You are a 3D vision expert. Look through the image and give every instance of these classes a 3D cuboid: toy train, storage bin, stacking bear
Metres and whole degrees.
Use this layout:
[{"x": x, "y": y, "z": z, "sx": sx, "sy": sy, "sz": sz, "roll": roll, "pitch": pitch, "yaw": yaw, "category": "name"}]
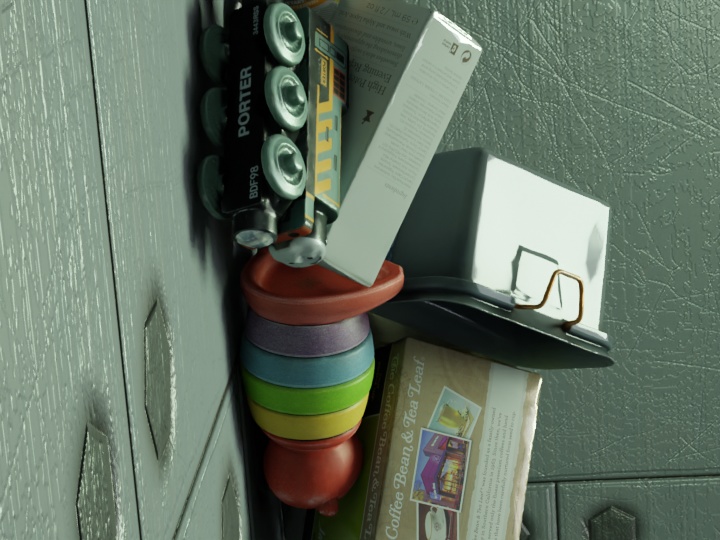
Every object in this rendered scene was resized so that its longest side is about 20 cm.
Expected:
[{"x": -0.056, "y": -0.101, "z": 1.505, "sx": 0.114, "sy": 0.085, "sz": 0.202, "roll": 31, "pitch": 51, "yaw": -49, "category": "toy train"}, {"x": 0.120, "y": -0.011, "z": 1.699, "sx": 0.145, "sy": 0.199, "sz": 0.136, "roll": -6, "pitch": -110, "yaw": 51, "category": "storage bin"}, {"x": -0.038, "y": 0.092, "z": 1.652, "sx": 0.113, "sy": 0.121, "sz": 0.202, "roll": -24, "pitch": 123, "yaw": -41, "category": "stacking bear"}]

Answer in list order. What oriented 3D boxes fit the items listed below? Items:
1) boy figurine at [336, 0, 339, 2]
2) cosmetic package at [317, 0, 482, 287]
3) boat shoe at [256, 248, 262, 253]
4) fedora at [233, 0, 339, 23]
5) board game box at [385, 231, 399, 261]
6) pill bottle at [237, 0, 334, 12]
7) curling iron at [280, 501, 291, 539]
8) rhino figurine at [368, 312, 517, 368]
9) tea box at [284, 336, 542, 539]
[{"x": -0.029, "y": -0.254, "z": 1.853, "sx": 0.065, "sy": 0.123, "sz": 0.201, "roll": 70, "pitch": -4, "yaw": -68, "category": "boy figurine"}, {"x": -0.001, "y": -0.101, "z": 1.586, "sx": 0.074, "sy": 0.101, "sz": 0.201, "roll": 29, "pitch": 85, "yaw": -45, "category": "cosmetic package"}, {"x": -0.041, "y": 0.035, "z": 1.733, "sx": 0.064, "sy": 0.071, "sz": 0.202, "roll": 15, "pitch": -72, "yaw": 55, "category": "boat shoe"}, {"x": -0.028, "y": -0.156, "z": 1.719, "sx": 0.201, "sy": 0.089, "sz": 0.178, "roll": 74, "pitch": 30, "yaw": -43, "category": "fedora"}, {"x": -0.002, "y": -0.081, "z": 1.678, "sx": 0.103, "sy": 0.019, "sz": 0.201, "roll": -41, "pitch": 131, "yaw": -26, "category": "board game box"}, {"x": -0.063, "y": -0.277, "z": 1.517, "sx": 0.200, "sy": 0.115, "sz": 0.117, "roll": 76, "pitch": 12, "yaw": -66, "category": "pill bottle"}, {"x": -0.059, "y": 0.174, "z": 1.857, "sx": 0.050, "sy": 0.025, "sz": 0.202, "roll": -71, "pitch": 158, "yaw": -70, "category": "curling iron"}, {"x": 0.073, "y": 0.065, "z": 1.834, "sx": 0.087, "sy": 0.198, "sz": 0.060, "roll": 17, "pitch": 76, "yaw": -75, "category": "rhino figurine"}, {"x": 0.038, "y": 0.180, "z": 1.761, "sx": 0.196, "sy": 0.133, "sz": 0.202, "roll": 156, "pitch": -53, "yaw": -65, "category": "tea box"}]
